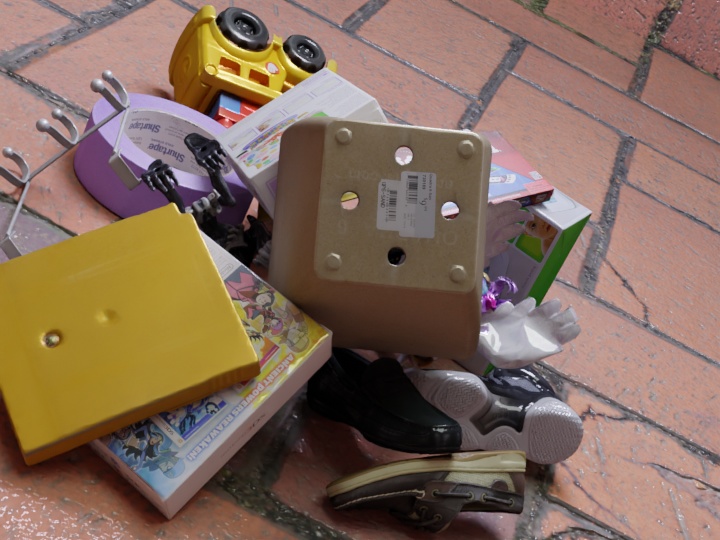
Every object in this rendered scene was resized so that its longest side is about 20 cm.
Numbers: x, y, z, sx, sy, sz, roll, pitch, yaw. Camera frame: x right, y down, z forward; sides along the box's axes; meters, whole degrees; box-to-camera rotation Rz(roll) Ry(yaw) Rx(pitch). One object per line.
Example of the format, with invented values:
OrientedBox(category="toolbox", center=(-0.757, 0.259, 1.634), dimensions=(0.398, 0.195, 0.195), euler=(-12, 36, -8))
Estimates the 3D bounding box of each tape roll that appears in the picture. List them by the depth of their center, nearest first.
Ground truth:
OrientedBox(category="tape roll", center=(-0.210, -0.115, 1.614), dimensions=(0.198, 0.066, 0.201), euler=(23, 25, -11))

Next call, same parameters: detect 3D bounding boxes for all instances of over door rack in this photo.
OrientedBox(category="over door rack", center=(-0.289, -0.109, 1.421), dimensions=(0.067, 0.147, 0.201), euler=(49, 12, -32))

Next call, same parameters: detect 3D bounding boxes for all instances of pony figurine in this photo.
OrientedBox(category="pony figurine", center=(0.096, 0.032, 1.452), dimensions=(0.168, 0.192, 0.200), euler=(61, -4, -12))

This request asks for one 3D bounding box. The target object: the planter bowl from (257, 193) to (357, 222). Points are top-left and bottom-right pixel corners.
OrientedBox(category="planter bowl", center=(-0.034, -0.118, 1.632), dimensions=(0.198, 0.084, 0.200), euler=(-15, 6, 1))

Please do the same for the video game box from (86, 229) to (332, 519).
OrientedBox(category="video game box", center=(-0.153, 0.074, 1.216), dimensions=(0.182, 0.047, 0.200), euler=(36, 65, 22))

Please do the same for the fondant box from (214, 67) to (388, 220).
OrientedBox(category="fondant box", center=(-0.058, -0.130, 1.478), dimensions=(0.059, 0.144, 0.200), euler=(59, -5, -21))

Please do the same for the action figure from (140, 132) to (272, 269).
OrientedBox(category="action figure", center=(-0.139, -0.028, 1.405), dimensions=(0.118, 0.201, 0.102), euler=(-24, 46, -1))

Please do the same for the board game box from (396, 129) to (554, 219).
OrientedBox(category="board game box", center=(0.093, -0.091, 1.487), dimensions=(0.199, 0.020, 0.103), euler=(-15, 50, -36))

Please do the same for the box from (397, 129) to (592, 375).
OrientedBox(category="box", center=(0.123, -0.021, 1.605), dimensions=(0.176, 0.201, 0.097), euler=(36, 27, 16))

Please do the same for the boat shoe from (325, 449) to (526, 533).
OrientedBox(category="boat shoe", center=(0.065, 0.197, 1.291), dimensions=(0.198, 0.073, 0.066), euler=(-4, 77, -26))

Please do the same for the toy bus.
OrientedBox(category="toy bus", center=(-0.130, -0.203, 1.799), dimensions=(0.198, 0.136, 0.193), euler=(19, 39, -23))

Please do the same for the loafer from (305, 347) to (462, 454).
OrientedBox(category="loafer", center=(0.019, 0.114, 1.327), dimensions=(0.068, 0.071, 0.200), euler=(4, 10, -38))

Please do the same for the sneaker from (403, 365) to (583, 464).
OrientedBox(category="sneaker", center=(0.120, 0.130, 1.475), dimensions=(0.198, 0.076, 0.114), euler=(16, 17, -12))

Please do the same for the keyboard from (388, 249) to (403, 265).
OrientedBox(category="keyboard", center=(0.000, 0.000, 1.494), dimensions=(0.104, 0.199, 0.040), euler=(-34, 103, -49))

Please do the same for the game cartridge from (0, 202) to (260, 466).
OrientedBox(category="game cartridge", center=(-0.203, 0.046, 1.191), dimensions=(0.198, 0.033, 0.177), euler=(-20, 60, -14))

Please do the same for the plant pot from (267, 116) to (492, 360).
OrientedBox(category="plant pot", center=(0.023, -0.039, 1.277), dimensions=(0.198, 0.202, 0.177), euler=(6, -10, -4))
